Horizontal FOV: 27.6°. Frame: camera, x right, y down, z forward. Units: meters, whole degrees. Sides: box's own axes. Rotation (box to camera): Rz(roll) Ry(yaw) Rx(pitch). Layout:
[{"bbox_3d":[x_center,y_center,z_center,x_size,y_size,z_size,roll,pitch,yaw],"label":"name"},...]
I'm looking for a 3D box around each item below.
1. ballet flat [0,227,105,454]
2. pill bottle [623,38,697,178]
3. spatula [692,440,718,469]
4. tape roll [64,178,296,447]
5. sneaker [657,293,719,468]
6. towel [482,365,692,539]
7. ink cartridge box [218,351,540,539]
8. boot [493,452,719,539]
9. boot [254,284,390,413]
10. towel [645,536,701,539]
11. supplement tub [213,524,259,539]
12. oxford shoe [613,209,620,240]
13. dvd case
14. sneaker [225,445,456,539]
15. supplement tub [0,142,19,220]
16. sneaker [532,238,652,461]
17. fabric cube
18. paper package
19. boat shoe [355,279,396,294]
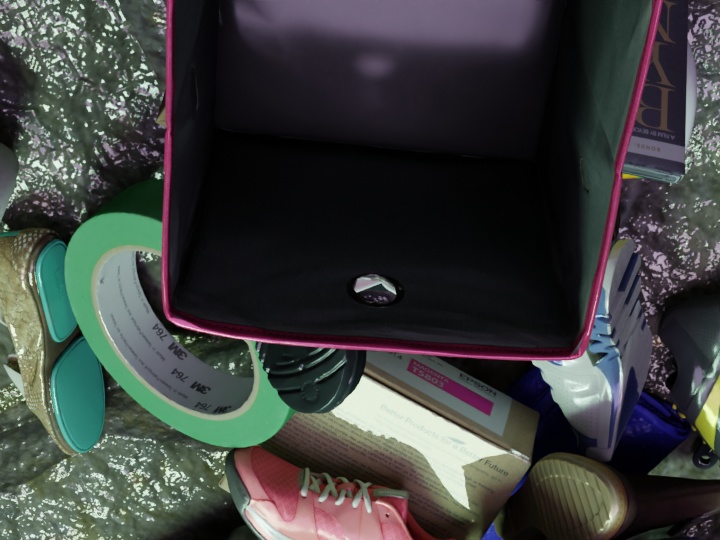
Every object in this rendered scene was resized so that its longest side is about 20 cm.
[{"bbox_3d":[-0.241,0.051,1.108,0.065,0.071,0.201,12,124,23],"label":"ballet flat"},{"bbox_3d":[0.105,-0.113,0.950,0.199,0.111,0.111,-3,125,-13],"label":"pill bottle"},{"bbox_3d":[0.319,0.087,1.162,0.056,0.021,0.200,26,123,0],"label":"spatula"},{"bbox_3d":[-0.119,0.033,1.037,0.200,0.048,0.201,23,135,25],"label":"tape roll"},{"bbox_3d":[0.284,0.105,1.138,0.084,0.074,0.201,-4,107,29],"label":"sneaker"},{"bbox_3d":[0.155,0.158,1.190,0.147,0.050,0.200,33,117,-20],"label":"towel"},{"bbox_3d":[0.014,0.139,1.129,0.199,0.075,0.165,29,119,1],"label":"ink cartridge box"},{"bbox_3d":[0.205,0.166,1.090,0.166,0.073,0.200,-5,168,-18],"label":"boot"},{"bbox_3d":[0.000,0.000,0.966,0.076,0.201,0.168,-33,153,33],"label":"boot"},{"bbox_3d":[0.158,0.220,1.082,0.144,0.024,0.200,-12,169,31],"label":"towel"},{"bbox_3d":[-0.118,0.292,1.227,0.199,0.123,0.123,-29,120,16],"label":"supplement tub"},{"bbox_3d":[0.097,-0.073,1.019,0.199,0.073,0.071,20,122,-14],"label":"oxford shoe"},{"bbox_3d":[0.131,-0.158,0.903,0.148,0.201,0.016,10,157,-9],"label":"dvd case"},{"bbox_3d":[-0.008,0.179,1.083,0.200,0.074,0.087,38,110,-13],"label":"sneaker"},{"bbox_3d":[-0.346,-0.054,0.976,0.199,0.146,0.146,25,120,-18],"label":"supplement tub"},{"bbox_3d":[0.144,0.042,1.061,0.115,0.081,0.200,15,142,26],"label":"sneaker"},{"bbox_3d":[0.015,-0.099,0.685,0.195,0.200,0.201,5,121,-3],"label":"fabric cube"},{"bbox_3d":[-0.024,-0.170,0.876,0.103,0.200,0.191,30,119,-18],"label":"paper package"},{"bbox_3d":[0.028,-0.014,0.886,0.199,0.067,0.073,-10,174,-37],"label":"boat shoe"}]
